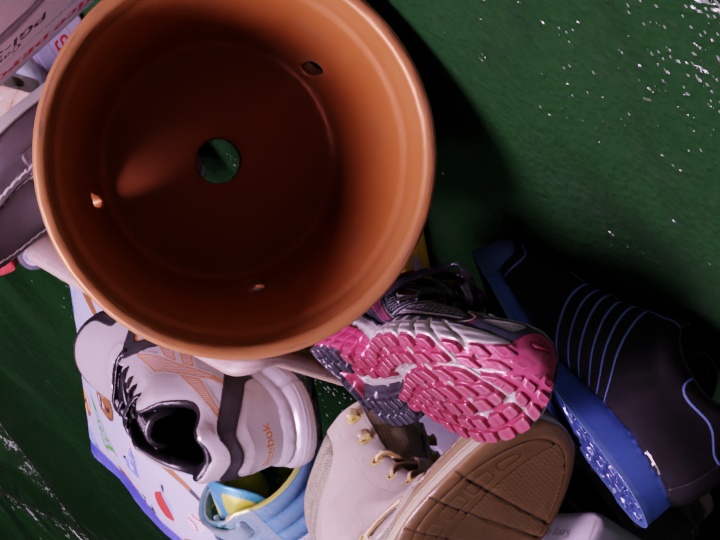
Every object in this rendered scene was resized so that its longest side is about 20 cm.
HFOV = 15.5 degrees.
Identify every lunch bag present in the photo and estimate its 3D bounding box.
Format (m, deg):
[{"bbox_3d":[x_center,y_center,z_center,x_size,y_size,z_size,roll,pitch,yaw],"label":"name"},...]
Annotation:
[{"bbox_3d":[-0.089,0.084,1.668,0.200,0.124,0.170,44,149,47],"label":"lunch bag"}]

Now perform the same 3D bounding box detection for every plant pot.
[{"bbox_3d":[-0.069,-0.058,1.360,0.200,0.200,0.140,47,176,-7],"label":"plant pot"}]

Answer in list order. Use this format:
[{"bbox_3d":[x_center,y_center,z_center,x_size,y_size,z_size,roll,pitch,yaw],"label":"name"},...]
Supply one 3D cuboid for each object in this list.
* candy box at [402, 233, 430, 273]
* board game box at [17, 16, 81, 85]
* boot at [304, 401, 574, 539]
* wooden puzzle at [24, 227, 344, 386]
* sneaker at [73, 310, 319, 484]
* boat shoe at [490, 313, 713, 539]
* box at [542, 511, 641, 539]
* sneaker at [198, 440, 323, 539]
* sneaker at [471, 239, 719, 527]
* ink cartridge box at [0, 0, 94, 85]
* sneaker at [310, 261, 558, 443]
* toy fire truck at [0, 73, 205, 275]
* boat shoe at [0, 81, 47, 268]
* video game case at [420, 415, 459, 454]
[{"bbox_3d":[0.000,0.000,1.545,0.102,0.026,0.200,31,157,25],"label":"candy box"},{"bbox_3d":[-0.236,-0.151,1.685,0.200,0.041,0.200,20,149,47],"label":"board game box"},{"bbox_3d":[0.034,0.113,1.408,0.072,0.200,0.155,23,-151,-22],"label":"boot"},{"bbox_3d":[-0.065,0.021,1.499,0.185,0.037,0.200,28,-171,34],"label":"wooden puzzle"},{"bbox_3d":[-0.113,0.067,1.516,0.200,0.080,0.074,20,121,48],"label":"sneaker"},{"bbox_3d":[0.104,0.090,1.473,0.200,0.057,0.067,37,158,19],"label":"boat shoe"},{"bbox_3d":[0.106,0.249,1.452,0.200,0.172,0.199,35,156,-28],"label":"box"},{"bbox_3d":[-0.064,0.175,1.568,0.130,0.200,0.080,29,-166,-32],"label":"sneaker"},{"bbox_3d":[0.128,0.044,1.337,0.200,0.078,0.070,56,173,42],"label":"sneaker"},{"bbox_3d":[-0.185,-0.182,1.375,0.083,0.147,0.200,43,160,6],"label":"ink cartridge box"},{"bbox_3d":[0.042,0.032,1.328,0.081,0.075,0.200,46,165,-20],"label":"sneaker"},{"bbox_3d":[-0.210,-0.072,1.609,0.049,0.199,0.141,-91,-24,-55],"label":"toy fire truck"},{"bbox_3d":[-0.153,-0.069,1.452,0.061,0.201,0.072,35,166,24],"label":"boat shoe"},{"bbox_3d":[0.093,0.163,1.650,0.200,0.022,0.182,43,168,6],"label":"video game case"}]
